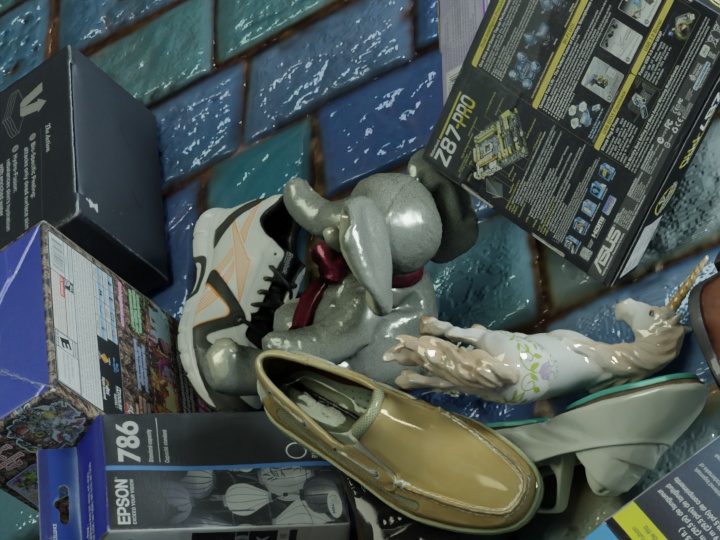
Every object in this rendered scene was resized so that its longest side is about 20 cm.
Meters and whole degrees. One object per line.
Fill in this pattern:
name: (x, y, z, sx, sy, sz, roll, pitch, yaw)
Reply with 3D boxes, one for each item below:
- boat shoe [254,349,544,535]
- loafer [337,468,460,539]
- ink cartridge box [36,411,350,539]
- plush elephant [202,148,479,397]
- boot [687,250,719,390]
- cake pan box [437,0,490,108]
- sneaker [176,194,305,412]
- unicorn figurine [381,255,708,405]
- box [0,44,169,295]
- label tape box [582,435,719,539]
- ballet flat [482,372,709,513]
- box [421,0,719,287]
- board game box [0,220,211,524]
boat shoe: (0.017, 0.102, 1.302, 0.199, 0.076, 0.072, 20, 72, 24)
loafer: (0.037, 0.186, 1.343, 0.073, 0.071, 0.201, -14, 62, 5)
ink cartridge box: (-0.111, 0.140, 1.383, 0.198, 0.039, 0.100, -2, 46, -11)
plush elephant: (0.000, 0.000, 1.430, 0.199, 0.164, 0.156, 5, 104, 27)
boot: (0.295, 0.002, 1.210, 0.199, 0.069, 0.188, -22, 9, 27)
cake pan box: (0.136, -0.193, 1.458, 0.184, 0.052, 0.201, -28, 50, 37)
sneaker: (-0.083, 0.022, 1.563, 0.080, 0.074, 0.201, -22, 48, 26)
unicorn figurine: (0.114, 0.053, 1.325, 0.137, 0.074, 0.200, 2, 18, 39)
box: (-0.271, -0.042, 1.744, 0.199, 0.117, 0.198, -31, 44, 22)
label tape box: (0.225, 0.161, 1.158, 0.200, 0.066, 0.143, -37, 41, -3)
ballet flat: (0.134, 0.115, 1.315, 0.199, 0.069, 0.070, -18, 49, 37)
box: (0.144, -0.115, 1.358, 0.161, 0.049, 0.201, 33, 121, 17)
board game box: (-0.190, 0.092, 1.505, 0.097, 0.200, 0.160, -32, 43, 21)
